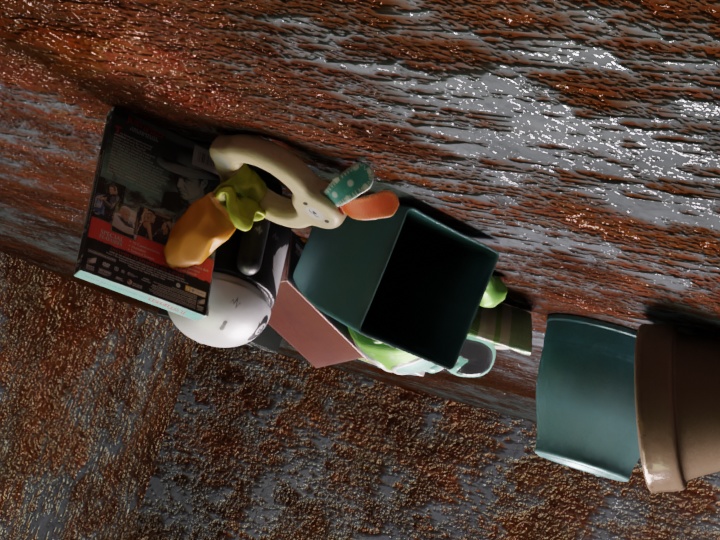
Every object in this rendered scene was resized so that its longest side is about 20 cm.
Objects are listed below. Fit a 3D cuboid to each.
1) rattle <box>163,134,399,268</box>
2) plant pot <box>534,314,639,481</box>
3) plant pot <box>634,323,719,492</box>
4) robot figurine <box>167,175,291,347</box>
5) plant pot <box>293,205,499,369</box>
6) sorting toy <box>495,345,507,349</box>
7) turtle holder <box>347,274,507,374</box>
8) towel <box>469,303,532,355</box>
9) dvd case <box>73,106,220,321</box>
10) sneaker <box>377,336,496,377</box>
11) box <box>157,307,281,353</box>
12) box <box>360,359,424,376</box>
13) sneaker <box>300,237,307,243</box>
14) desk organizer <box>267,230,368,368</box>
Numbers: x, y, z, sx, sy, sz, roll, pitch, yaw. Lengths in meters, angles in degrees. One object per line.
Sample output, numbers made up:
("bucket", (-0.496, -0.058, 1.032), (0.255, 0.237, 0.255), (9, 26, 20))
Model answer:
("rattle", (-0.082, -0.051, 1.286), (0.199, 0.143, 0.131), (23, 138, 23))
("plant pot", (0.324, 0.180, 1.764), (0.199, 0.189, 0.200), (18, 172, 3))
("plant pot", (0.420, 0.160, 1.519), (0.174, 0.201, 0.200), (-3, 165, 19))
("robot figurine", (-0.145, -0.012, 1.449), (0.124, 0.201, 0.150), (3, 153, 18))
("plant pot", (0.022, 0.004, 1.452), (0.141, 0.142, 0.200), (24, 177, -35))
("sorting toy", (0.135, 0.101, 1.991), (0.179, 0.108, 0.200), (12, 172, -9))
("turtle holder", (0.075, 0.047, 1.607), (0.141, 0.186, 0.132), (31, 162, 36))
("towel", (0.134, 0.060, 1.744), (0.199, 0.024, 0.153), (17, -162, 3))
("dvd case", (-0.213, -0.060, 1.349), (0.145, 0.201, 0.022), (22, 148, -28))
("sneaker", (0.083, 0.088, 1.780), (0.199, 0.078, 0.140), (14, -163, -4))
("box", (-0.248, 0.062, 2.416), (0.148, 0.125, 0.200), (10, 170, 39))
("box", (0.015, 0.098, 2.167), (0.199, 0.102, 0.112), (21, 171, -17))
("sneaker", (0.000, 0.000, 1.686), (0.199, 0.078, 0.078), (1, -163, -15))
("desk organizer", (-0.068, 0.042, 1.601), (0.077, 0.072, 0.200), (-14, 142, 25))
